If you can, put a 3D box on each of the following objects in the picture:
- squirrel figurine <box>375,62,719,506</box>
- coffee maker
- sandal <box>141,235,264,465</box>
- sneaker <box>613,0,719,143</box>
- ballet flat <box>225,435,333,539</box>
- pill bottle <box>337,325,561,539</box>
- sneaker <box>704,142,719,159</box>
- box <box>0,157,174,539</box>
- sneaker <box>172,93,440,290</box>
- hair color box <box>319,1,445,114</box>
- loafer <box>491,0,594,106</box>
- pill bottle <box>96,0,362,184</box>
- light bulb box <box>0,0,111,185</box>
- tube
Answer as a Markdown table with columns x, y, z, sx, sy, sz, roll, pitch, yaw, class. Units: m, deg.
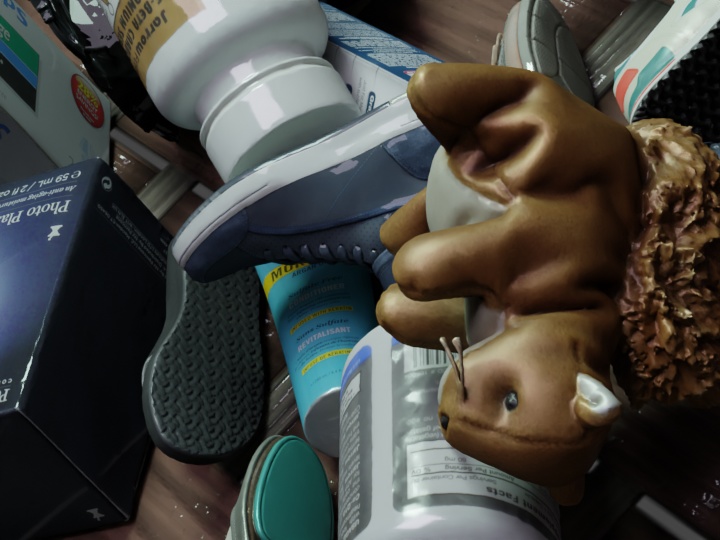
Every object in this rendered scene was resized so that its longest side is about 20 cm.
| x | y | z | sx | sy | sz | roll | pitch | yaw | class |
| --- | --- | --- | --- | --- | --- | --- | --- | --- | --- |
| 0.109 | 0.015 | 1.323 | 0.199 | 0.142 | 0.187 | 1 | 54 | -15 | squirrel figurine |
| -0.086 | -0.186 | 1.747 | 0.200 | 0.135 | 0.192 | -33 | 3 | 9 | coffee maker |
| -0.096 | 0.052 | 1.613 | 0.048 | 0.075 | 0.201 | -48 | 21 | 33 | sandal |
| 0.218 | -0.153 | 1.526 | 0.200 | 0.070 | 0.093 | -44 | 30 | 12 | sneaker |
| -0.052 | 0.171 | 1.445 | 0.064 | 0.067 | 0.200 | -35 | 35 | 24 | ballet flat |
| 0.045 | 0.125 | 1.366 | 0.113 | 0.114 | 0.201 | -23 | 40 | 22 | pill bottle |
| 0.206 | -0.069 | 1.456 | 0.146 | 0.077 | 0.203 | 7 | 58 | 42 | sneaker |
| -0.227 | 0.058 | 1.664 | 0.199 | 0.123 | 0.199 | -15 | 45 | 30 | box |
| 0.000 | 0.000 | 1.502 | 0.202 | 0.077 | 0.147 | -26 | 80 | 21 | sneaker |
| -0.004 | -0.091 | 1.637 | 0.200 | 0.060 | 0.100 | 33 | 119 | 52 | hair color box |
| 0.098 | -0.083 | 1.574 | 0.063 | 0.072 | 0.201 | -31 | 40 | 23 | loafer |
| -0.084 | -0.147 | 1.591 | 0.114 | 0.114 | 0.200 | -34 | 68 | 8 | pill bottle |
| -0.302 | -0.090 | 1.816 | 0.199 | 0.198 | 0.125 | -26 | 41 | 19 | light bulb box |
| -0.020 | 0.029 | 1.583 | 0.077 | 0.051 | 0.200 | -18 | 35 | 2 | tube |
